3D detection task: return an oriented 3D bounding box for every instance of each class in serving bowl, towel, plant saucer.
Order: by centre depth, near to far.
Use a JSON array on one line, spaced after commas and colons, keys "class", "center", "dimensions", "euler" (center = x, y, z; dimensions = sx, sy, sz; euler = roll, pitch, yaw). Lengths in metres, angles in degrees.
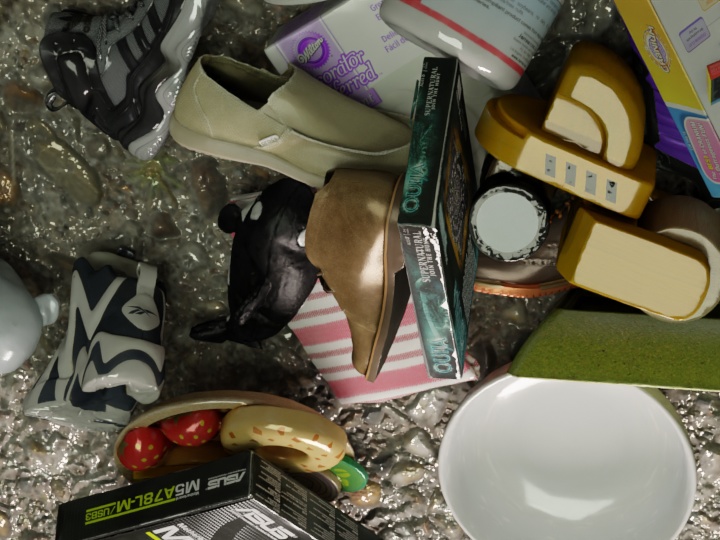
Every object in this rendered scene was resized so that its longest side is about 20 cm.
[{"class": "plant saucer", "center": [0.216, 0.047, 1.554], "dimensions": [0.199, 0.200, 0.048], "euler": [3, 97, 10]}, {"class": "towel", "center": [-0.006, 0.014, 1.639], "dimensions": [0.146, 0.030, 0.200], "euler": [-12, 117, 44]}, {"class": "serving bowl", "center": [0.164, 0.143, 1.669], "dimensions": [0.200, 0.066, 0.200], "euler": [5, 120, 10]}]

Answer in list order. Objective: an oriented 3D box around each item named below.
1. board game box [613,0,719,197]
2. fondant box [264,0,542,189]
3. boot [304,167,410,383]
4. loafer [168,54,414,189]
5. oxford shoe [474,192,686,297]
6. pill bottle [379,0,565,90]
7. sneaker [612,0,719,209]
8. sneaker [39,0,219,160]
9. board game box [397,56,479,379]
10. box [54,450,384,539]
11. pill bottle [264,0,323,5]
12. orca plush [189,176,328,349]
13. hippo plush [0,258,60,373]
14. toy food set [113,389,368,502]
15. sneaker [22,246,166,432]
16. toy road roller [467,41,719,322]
[{"class": "board game box", "center": [0.262, -0.173, 1.464], "dimensions": [0.153, 0.040, 0.200], "euler": [-36, 109, -21]}, {"class": "fondant box", "center": [0.045, -0.124, 1.573], "dimensions": [0.144, 0.058, 0.200], "euler": [-29, 106, 23]}, {"class": "boot", "center": [0.000, 0.000, 1.534], "dimensions": [0.075, 0.074, 0.200], "euler": [13, 137, 8]}, {"class": "loafer", "center": [-0.042, -0.108, 1.526], "dimensions": [0.200, 0.076, 0.068], "euler": [10, 124, 9]}, {"class": "oxford shoe", "center": [0.151, -0.024, 1.590], "dimensions": [0.200, 0.071, 0.073], "euler": [-4, 106, -5]}, {"class": "pill bottle", "center": [0.105, -0.232, 1.452], "dimensions": [0.109, 0.109, 0.200], "euler": [30, 92, -3]}, {"class": "sneaker", "center": [0.219, -0.122, 1.532], "dimensions": [0.099, 0.070, 0.200], "euler": [-30, 105, 25]}, {"class": "sneaker", "center": [-0.173, -0.182, 1.579], "dimensions": [0.114, 0.076, 0.200], "euler": [21, 120, -2]}, {"class": "board game box", "center": [0.056, -0.032, 1.460], "dimensions": [0.028, 0.135, 0.200], "euler": [3, 148, 11]}, {"class": "box", "center": [-0.110, 0.220, 1.711], "dimensions": [0.193, 0.048, 0.200], "euler": [-15, 145, 28]}, {"class": "pill bottle", "center": [-0.047, -0.293, 1.480], "dimensions": [0.109, 0.110, 0.200], "euler": [-6, 113, 14]}, {"class": "orca plush", "center": [-0.088, 0.012, 1.621], "dimensions": [0.105, 0.071, 0.200], "euler": [43, 139, -4]}, {"class": "hippo plush", "center": [-0.306, -0.003, 1.658], "dimensions": [0.161, 0.200, 0.159], "euler": [38, 86, -28]}, {"class": "toy food set", "center": [-0.096, 0.157, 1.697], "dimensions": [0.200, 0.049, 0.198], "euler": [-6, 147, 9]}, {"class": "sneaker", "center": [-0.206, 0.050, 1.705], "dimensions": [0.079, 0.130, 0.199], "euler": [15, 158, -17]}, {"class": "toy road roller", "center": [0.175, -0.067, 1.475], "dimensions": [0.200, 0.123, 0.146], "euler": [23, 111, 0]}]
